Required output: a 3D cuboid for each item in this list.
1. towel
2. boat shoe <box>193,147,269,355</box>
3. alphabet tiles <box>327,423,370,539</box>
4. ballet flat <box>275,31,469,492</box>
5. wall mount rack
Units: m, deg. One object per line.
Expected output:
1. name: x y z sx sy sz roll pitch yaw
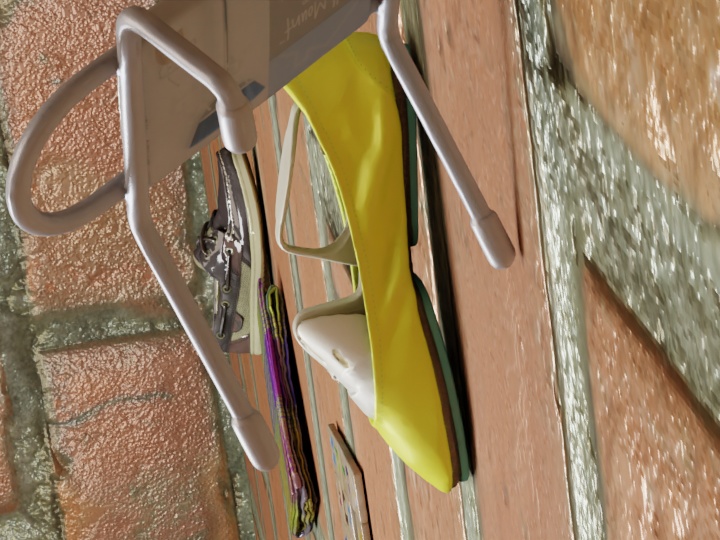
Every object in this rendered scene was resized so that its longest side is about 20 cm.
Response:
1. towel: -0.063 0.120 2.203 0.144 0.023 0.201 94 167 -70
2. boat shoe: -0.115 -0.014 2.291 0.073 0.065 0.201 -108 12 -68
3. alphabet tiles: 0.002 0.216 1.758 0.167 0.008 0.201 -132 34 -80
4. ballet flat: 0.000 0.000 1.101 0.067 0.067 0.201 -129 30 -78
5. wall mount rack: -0.013 -0.041 0.809 0.075 0.200 0.174 38 151 25
